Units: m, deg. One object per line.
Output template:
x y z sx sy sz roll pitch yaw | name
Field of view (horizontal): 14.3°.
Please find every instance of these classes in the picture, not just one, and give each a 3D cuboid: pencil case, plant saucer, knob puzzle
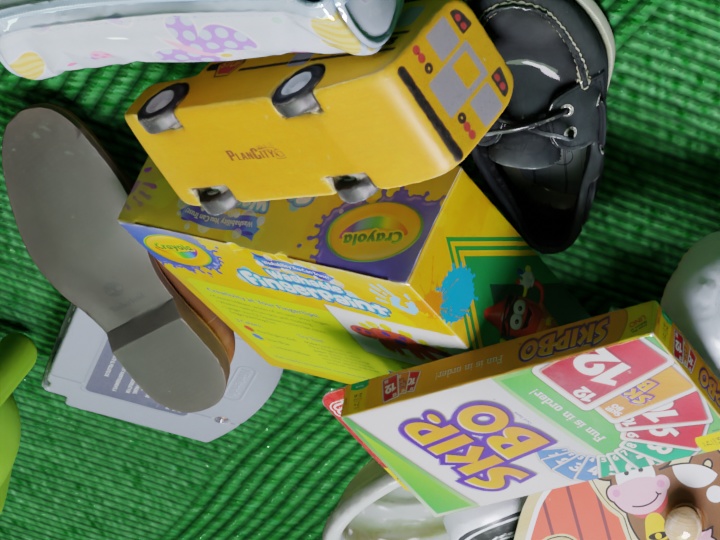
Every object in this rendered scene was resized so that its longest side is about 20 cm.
-0.078 -0.134 1.321 0.199 0.091 0.083 -2 124 27 | pencil case
0.069 0.109 1.612 0.199 0.050 0.200 -15 157 -6 | plant saucer
0.166 0.161 1.517 0.218 0.221 0.030 5 -168 11 | knob puzzle

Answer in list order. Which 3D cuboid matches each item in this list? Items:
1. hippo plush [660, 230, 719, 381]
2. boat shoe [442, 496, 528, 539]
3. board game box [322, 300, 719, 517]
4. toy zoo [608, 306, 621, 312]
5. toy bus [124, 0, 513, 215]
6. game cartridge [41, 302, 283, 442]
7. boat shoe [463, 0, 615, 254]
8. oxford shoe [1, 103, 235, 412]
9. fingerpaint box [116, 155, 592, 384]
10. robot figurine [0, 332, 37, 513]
0.241 -0.004 1.438 0.160 0.160 0.200 11 -160 39 | hippo plush
0.099 0.172 1.623 0.073 0.068 0.199 -19 157 4 | boat shoe
0.083 0.074 1.445 0.199 0.030 0.096 -15 135 32 | board game box
0.215 0.064 1.557 0.199 0.021 0.131 16 -169 -21 | toy zoo
-0.025 -0.079 1.384 0.200 0.078 0.065 -3 131 50 | toy bus
-0.112 0.042 1.719 0.133 0.041 0.200 19 151 -8 | game cartridge
0.085 -0.073 1.401 0.074 0.066 0.200 5 152 7 | boat shoe
-0.132 -0.017 1.575 0.071 0.071 0.200 -17 120 24 | oxford shoe
0.000 0.000 1.509 0.199 0.074 0.167 12 158 39 | fingerpaint box
-0.288 0.085 1.775 0.175 0.116 0.200 -4 148 25 | robot figurine
